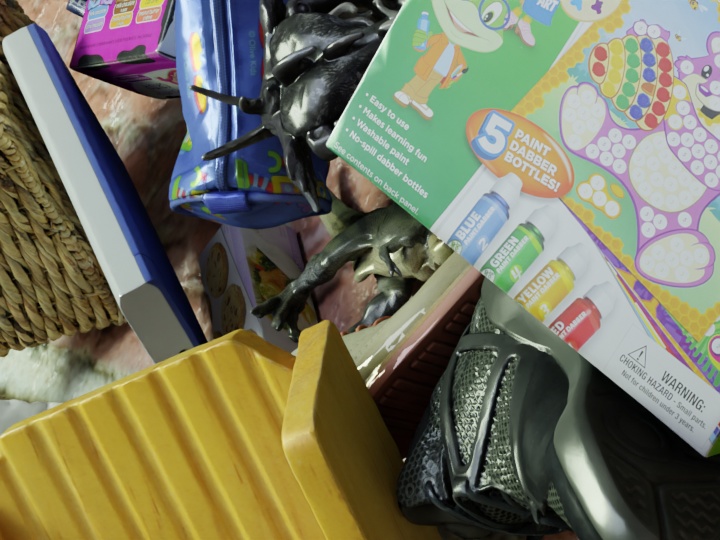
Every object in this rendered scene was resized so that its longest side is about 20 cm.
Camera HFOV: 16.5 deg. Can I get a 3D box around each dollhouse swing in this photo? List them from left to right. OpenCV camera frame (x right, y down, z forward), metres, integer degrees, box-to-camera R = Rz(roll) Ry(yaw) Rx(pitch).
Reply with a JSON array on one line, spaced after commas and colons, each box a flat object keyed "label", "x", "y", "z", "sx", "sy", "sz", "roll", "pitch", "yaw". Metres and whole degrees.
[{"label": "dollhouse swing", "x": -0.086, "y": 0.152, "z": 0.982, "sx": 0.199, "sy": 0.183, "sz": 0.176, "roll": -22, "pitch": 10, "yaw": 24}]

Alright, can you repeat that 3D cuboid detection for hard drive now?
[{"label": "hard drive", "x": -0.122, "y": -0.020, "z": 1.270, "sx": 0.025, "sy": 0.132, "sz": 0.200, "roll": -28, "pitch": 49, "yaw": -1}]

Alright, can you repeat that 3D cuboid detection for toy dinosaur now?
[{"label": "toy dinosaur", "x": 0.000, "y": 0.000, "z": 1.153, "sx": 0.088, "sy": 0.047, "sz": 0.200, "roll": -57, "pitch": 27, "yaw": -7}]

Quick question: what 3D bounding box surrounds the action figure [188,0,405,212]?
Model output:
[{"label": "action figure", "x": 0.028, "y": -0.089, "z": 1.082, "sx": 0.199, "sy": 0.102, "sz": 0.120, "roll": -22, "pitch": 58, "yaw": 26}]

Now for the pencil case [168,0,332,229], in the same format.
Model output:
[{"label": "pencil case", "x": -0.056, "y": -0.120, "z": 1.156, "sx": 0.078, "sy": 0.087, "sz": 0.201, "roll": -4, "pitch": 89, "yaw": 23}]

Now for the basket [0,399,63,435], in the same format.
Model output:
[{"label": "basket", "x": -0.208, "y": 0.149, "z": 1.266, "sx": 0.200, "sy": 0.197, "sz": 0.162, "roll": 6, "pitch": 91, "yaw": 60}]

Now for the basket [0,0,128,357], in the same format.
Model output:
[{"label": "basket", "x": -0.231, "y": -0.054, "z": 1.383, "sx": 0.148, "sy": 0.200, "sz": 0.143, "roll": -16, "pitch": 52, "yaw": 10}]

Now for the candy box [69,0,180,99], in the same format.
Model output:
[{"label": "candy box", "x": -0.076, "y": -0.192, "z": 1.270, "sx": 0.136, "sy": 0.061, "sz": 0.201, "roll": 4, "pitch": 78, "yaw": 64}]

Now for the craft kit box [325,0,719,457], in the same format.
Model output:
[{"label": "craft kit box", "x": 0.110, "y": -0.071, "z": 0.903, "sx": 0.200, "sy": 0.048, "sz": 0.198, "roll": 39, "pitch": 110, "yaw": 24}]

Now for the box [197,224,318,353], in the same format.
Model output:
[{"label": "box", "x": -0.040, "y": 0.053, "z": 1.198, "sx": 0.041, "sy": 0.039, "sz": 0.201, "roll": -52, "pitch": 35, "yaw": 33}]

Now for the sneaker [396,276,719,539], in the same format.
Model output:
[{"label": "sneaker", "x": 0.076, "y": 0.081, "z": 0.948, "sx": 0.115, "sy": 0.076, "sz": 0.200, "roll": -63, "pitch": 27, "yaw": 20}]

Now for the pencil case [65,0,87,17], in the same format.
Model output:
[{"label": "pencil case", "x": -0.098, "y": -0.227, "z": 1.408, "sx": 0.092, "sy": 0.085, "sz": 0.201, "roll": 19, "pitch": 90, "yaw": 32}]

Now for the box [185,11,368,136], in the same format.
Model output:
[{"label": "box", "x": -0.012, "y": -0.150, "z": 1.251, "sx": 0.200, "sy": 0.051, "sz": 0.159, "roll": -15, "pitch": 60, "yaw": 57}]

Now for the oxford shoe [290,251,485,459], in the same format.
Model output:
[{"label": "oxford shoe", "x": 0.001, "y": 0.044, "z": 1.065, "sx": 0.200, "sy": 0.071, "sz": 0.074, "roll": -47, "pitch": 53, "yaw": 15}]
